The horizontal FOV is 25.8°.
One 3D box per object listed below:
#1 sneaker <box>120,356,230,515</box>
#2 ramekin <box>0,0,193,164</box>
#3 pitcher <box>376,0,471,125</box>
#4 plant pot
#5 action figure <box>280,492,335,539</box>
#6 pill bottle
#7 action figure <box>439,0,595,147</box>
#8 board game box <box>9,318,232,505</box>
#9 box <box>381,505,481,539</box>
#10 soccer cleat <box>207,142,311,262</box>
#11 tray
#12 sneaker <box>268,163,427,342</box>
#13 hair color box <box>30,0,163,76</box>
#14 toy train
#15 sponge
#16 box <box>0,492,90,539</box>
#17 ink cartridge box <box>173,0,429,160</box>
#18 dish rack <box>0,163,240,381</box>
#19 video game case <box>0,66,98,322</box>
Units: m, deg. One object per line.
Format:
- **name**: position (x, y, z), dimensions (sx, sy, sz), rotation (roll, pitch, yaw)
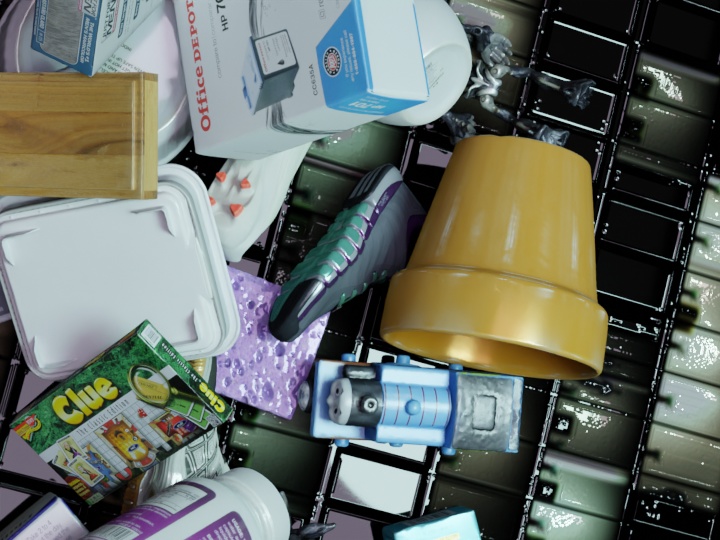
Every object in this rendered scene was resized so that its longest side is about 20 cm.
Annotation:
- **sneaker**: position (-0.151, 0.158, 1.386), dimensions (0.087, 0.075, 0.202), rotation (9, 96, -40)
- **ramekin**: position (-0.224, -0.180, 1.375), dimensions (0.200, 0.094, 0.205), rotation (1, 87, -13)
- **pitcher**: position (-0.013, -0.194, 1.381), dimensions (0.172, 0.121, 0.200), rotation (-48, 57, -2)
- **plant pot**: position (0.129, -0.014, 1.398), dimensions (0.198, 0.200, 0.185), rotation (12, 79, -12)
- **action figure**: position (-0.054, 0.302, 1.379), dimensions (0.118, 0.102, 0.201), rotation (-21, 51, 13)
- **pill bottle**: position (-0.149, 0.236, 1.273), dimensions (0.199, 0.112, 0.113), rotation (-26, 94, -49)
- **action figure**: position (0.108, -0.170, 1.451), dimensions (0.198, 0.102, 0.120), rotation (25, 90, 16)
- **board game box**: position (-0.204, 0.123, 1.322), dimensions (0.105, 0.199, 0.024), rotation (48, 39, -10)
- **box**: position (0.083, 0.325, 1.442), dimensions (0.081, 0.049, 0.202), rotation (-13, 90, -13)
- **soccer cleat**: position (-0.085, -0.099, 1.423), dimensions (0.069, 0.078, 0.201), rotation (21, 62, 17)
- **tray**: position (-0.261, -0.109, 1.266), dimensions (0.198, 0.037, 0.100), rotation (2, 94, 14)
- **sneaker**: position (0.000, 0.000, 1.416), dimensions (0.087, 0.074, 0.201), rotation (43, 65, -17)
- **hair color box**: position (-0.187, -0.255, 1.266), dimensions (0.060, 0.101, 0.201), rotation (24, 44, 6)
- **toy train**: position (0.046, 0.120, 1.406), dimensions (0.198, 0.114, 0.088), rotation (7, 85, -18)
- **sponge**: position (-0.135, 0.050, 1.417), dimensions (0.198, 0.030, 0.113), rotation (21, 83, -11)
- **box**: position (-0.266, 0.323, 1.334), dimensions (0.184, 0.105, 0.201), rotation (-40, 97, -13)
- **ink cartridge box**: position (-0.052, -0.186, 1.294), dimensions (0.085, 0.199, 0.148), rotation (-2, 80, -51)
- **dish rack**: position (-0.211, 0.010, 1.308), dimensions (0.198, 0.044, 0.173), rotation (-10, 107, 12)
- **video game case**: position (-0.278, -0.060, 1.328), dimensions (0.198, 0.023, 0.183), rotation (-18, 105, 16)
